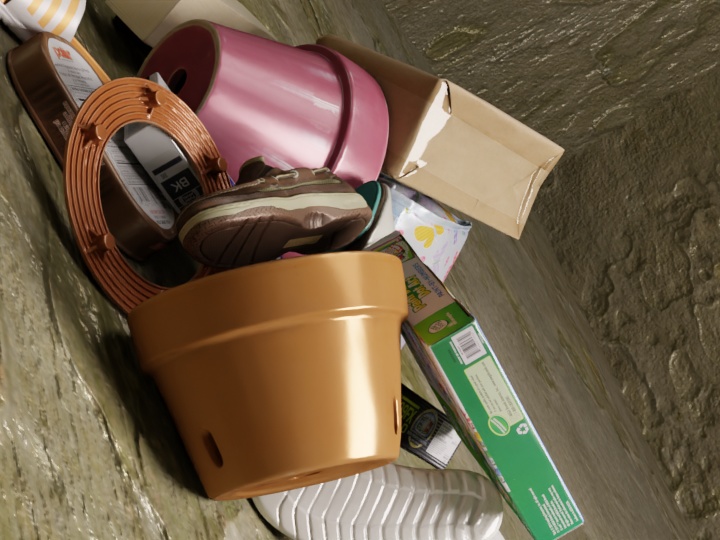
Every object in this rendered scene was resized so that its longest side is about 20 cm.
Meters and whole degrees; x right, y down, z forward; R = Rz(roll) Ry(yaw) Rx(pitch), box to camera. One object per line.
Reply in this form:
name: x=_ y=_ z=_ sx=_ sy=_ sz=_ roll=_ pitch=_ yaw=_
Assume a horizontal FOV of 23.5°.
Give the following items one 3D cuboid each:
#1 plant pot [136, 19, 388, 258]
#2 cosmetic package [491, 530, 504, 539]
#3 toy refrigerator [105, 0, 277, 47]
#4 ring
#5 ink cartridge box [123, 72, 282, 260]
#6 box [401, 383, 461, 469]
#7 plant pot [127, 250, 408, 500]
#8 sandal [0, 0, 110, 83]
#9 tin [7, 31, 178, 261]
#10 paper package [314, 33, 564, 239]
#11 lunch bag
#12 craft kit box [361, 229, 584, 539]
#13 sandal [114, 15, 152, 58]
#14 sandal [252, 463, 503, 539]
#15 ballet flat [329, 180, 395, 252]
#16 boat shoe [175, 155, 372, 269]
plant pot: x=-0.104 y=-0.131 z=1.566 sx=0.179 sy=0.200 sz=0.200 roll=26 pitch=30 yaw=-40
cosmetic package: x=0.105 y=0.303 z=1.548 sx=0.102 sy=0.074 sz=0.200 roll=57 pitch=13 yaw=-5
toy refrigerator: x=-0.165 y=-0.248 z=1.709 sx=0.070 sy=0.076 sz=0.200 roll=46 pitch=9 yaw=20
ring: x=-0.152 y=-0.052 z=1.320 sx=0.200 sy=0.019 sz=0.201 roll=25 pitch=59 yaw=-51
ink cartridge box: x=-0.129 y=-0.063 z=1.445 sx=0.200 sy=0.039 sz=0.099 roll=55 pitch=10 yaw=-28
box: x=-0.019 y=0.090 z=1.455 sx=0.160 sy=0.044 sz=0.200 roll=28 pitch=-6 yaw=37
plant pot: x=-0.053 y=0.080 z=1.222 sx=0.200 sy=0.200 sz=0.140 roll=20 pitch=56 yaw=-72
sandal: x=-0.248 y=-0.210 z=1.442 sx=0.207 sy=0.059 sz=0.079 roll=47 pitch=16 yaw=-43
tin: x=-0.210 y=-0.101 z=1.377 sx=0.200 sy=0.042 sz=0.112 roll=59 pitch=7 yaw=4
paper package: x=0.061 y=-0.132 z=1.678 sx=0.191 sy=0.104 sz=0.200 roll=23 pitch=4 yaw=-40
lunch bag: x=0.009 y=-0.005 z=1.653 sx=0.127 sy=0.170 sz=0.200 roll=30 pitch=7 yaw=9
craft kit box: x=0.082 y=0.087 z=1.333 sx=0.200 sy=0.048 sz=0.198 roll=61 pitch=-1 yaw=-24
sandal: x=-0.176 y=-0.177 z=1.723 sx=0.200 sy=0.045 sz=0.075 roll=43 pitch=7 yaw=-2
sandal: x=0.008 y=0.180 z=1.324 sx=0.050 sy=0.203 sz=0.083 roll=152 pitch=-51 yaw=-72
ballet flat: x=0.000 y=0.000 z=1.463 sx=0.069 sy=0.069 sz=0.200 roll=53 pitch=28 yaw=-22
boat shoe: x=-0.079 y=-0.051 z=1.366 sx=0.202 sy=0.075 sz=0.075 roll=-3 pitch=54 yaw=-54
